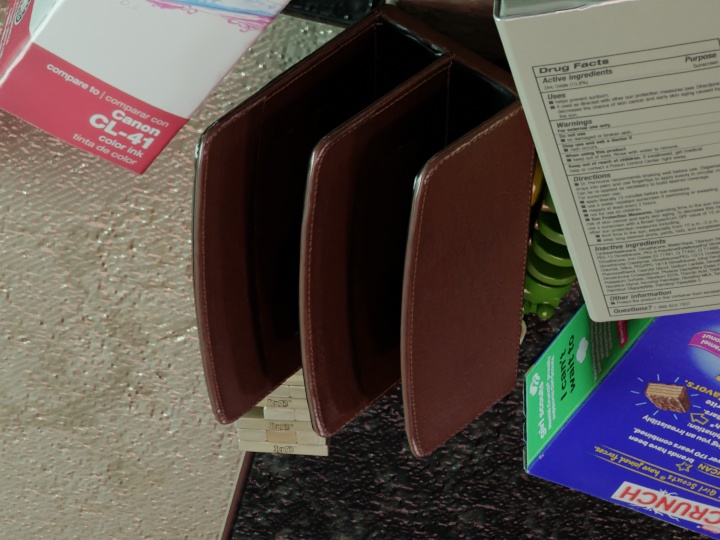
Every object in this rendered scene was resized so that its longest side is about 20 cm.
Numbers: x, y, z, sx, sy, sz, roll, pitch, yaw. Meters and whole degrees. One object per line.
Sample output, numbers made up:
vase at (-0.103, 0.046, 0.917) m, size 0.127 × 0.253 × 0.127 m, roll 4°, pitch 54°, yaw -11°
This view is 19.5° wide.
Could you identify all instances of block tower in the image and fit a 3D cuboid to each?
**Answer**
block tower at (-0.048, 0.017, 1.141) m, size 0.057 × 0.054 × 0.201 m, roll 2°, pitch 137°, yaw 5°

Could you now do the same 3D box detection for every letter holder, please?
letter holder at (0.000, 0.000, 1.021) m, size 0.100 × 0.142 × 0.201 m, roll 34°, pitch 143°, yaw 30°

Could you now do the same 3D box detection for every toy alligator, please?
toy alligator at (0.096, -0.004, 1.097) m, size 0.059 × 0.054 × 0.201 m, roll 13°, pitch 137°, yaw -5°

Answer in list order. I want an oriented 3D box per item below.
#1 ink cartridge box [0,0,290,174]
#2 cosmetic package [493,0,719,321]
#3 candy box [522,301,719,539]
ink cartridge box at (-0.068, -0.160, 0.883) m, size 0.085 × 0.148 × 0.200 m, roll 29°, pitch 135°, yaw -22°
cosmetic package at (0.132, -0.071, 0.933) m, size 0.104 × 0.071 × 0.201 m, roll -6°, pitch 138°, yaw 14°
candy box at (0.204, 0.055, 1.129) m, size 0.168 × 0.077 × 0.200 m, roll 20°, pitch 135°, yaw -14°
